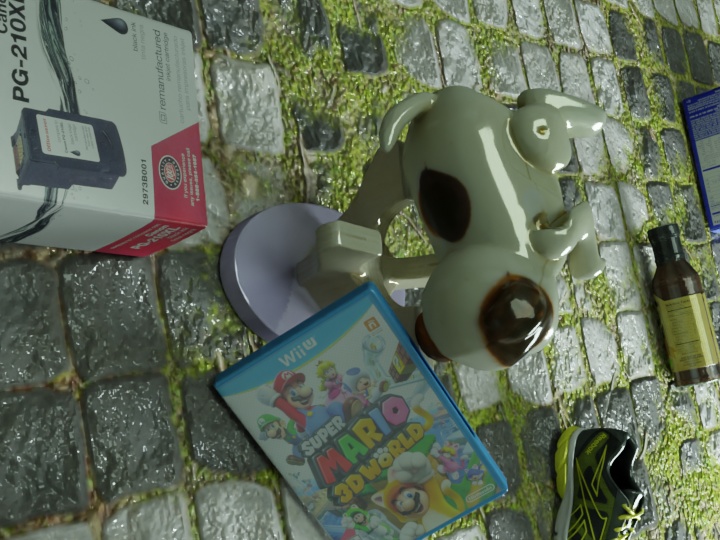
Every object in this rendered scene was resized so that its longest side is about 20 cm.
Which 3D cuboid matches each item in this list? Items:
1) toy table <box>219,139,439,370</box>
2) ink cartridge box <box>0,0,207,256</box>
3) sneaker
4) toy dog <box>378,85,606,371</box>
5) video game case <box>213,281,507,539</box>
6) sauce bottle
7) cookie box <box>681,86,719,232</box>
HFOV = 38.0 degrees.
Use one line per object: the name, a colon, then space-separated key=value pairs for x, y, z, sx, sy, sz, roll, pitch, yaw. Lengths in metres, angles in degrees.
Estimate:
toy table: x=0.000 y=0.000 z=0.843 sx=0.198 sy=0.116 sz=0.187 roll=-6 pitch=81 yaw=-50
ink cartridge box: x=-0.204 y=-0.097 z=0.672 sx=0.198 sy=0.084 sz=0.148 roll=7 pitch=71 yaw=-47
sneaker: x=0.243 y=0.253 z=1.048 sx=0.074 sy=0.084 sz=0.204 roll=15 pitch=66 yaw=-43
toy dog: x=0.100 y=-0.028 z=0.775 sx=0.192 sy=0.138 sz=0.204 roll=19 pitch=65 yaw=-44
video game case: x=0.003 y=0.124 z=0.791 sx=0.201 sy=0.142 sz=0.018 roll=55 pitch=13 yaw=-18
sauce bottle: x=0.405 y=0.043 z=1.320 sx=0.064 sy=0.064 sz=0.204 roll=-2 pitch=78 yaw=-48
cookie box: x=0.567 y=-0.161 z=1.563 sx=0.170 sy=0.074 sz=0.204 roll=0 pitch=78 yaw=-49
